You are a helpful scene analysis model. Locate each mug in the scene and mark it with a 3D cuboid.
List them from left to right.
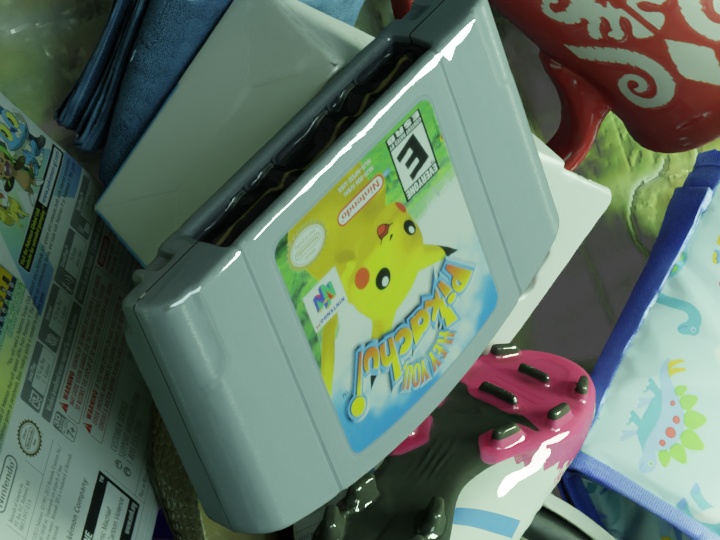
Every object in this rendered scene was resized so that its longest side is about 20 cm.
[{"bbox_3d":[0.088,-0.142,1.286,0.200,0.133,0.178,36,68,-27],"label":"mug"}]

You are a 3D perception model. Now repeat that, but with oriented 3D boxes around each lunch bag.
[{"bbox_3d":[0.177,0.067,1.351,0.200,0.127,0.170,44,65,-39],"label":"lunch bag"}]

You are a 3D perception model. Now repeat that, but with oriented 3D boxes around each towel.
[{"bbox_3d":[-0.042,-0.124,1.179,0.112,0.049,0.200,-3,128,-40],"label":"towel"}]

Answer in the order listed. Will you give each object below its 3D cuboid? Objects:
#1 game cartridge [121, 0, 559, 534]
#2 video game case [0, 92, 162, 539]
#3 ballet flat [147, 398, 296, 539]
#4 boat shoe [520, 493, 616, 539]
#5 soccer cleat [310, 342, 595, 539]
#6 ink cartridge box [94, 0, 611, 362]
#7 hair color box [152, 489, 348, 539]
[{"bbox_3d":[0.000,0.000,1.117,0.200,0.040,0.133,-46,137,-29],"label":"game cartridge"},{"bbox_3d":[-0.139,0.022,1.125,0.182,0.022,0.200,44,36,-28],"label":"video game case"},{"bbox_3d":[-0.044,0.111,1.127,0.067,0.046,0.200,21,52,-34],"label":"ballet flat"},{"bbox_3d":[0.095,0.158,1.324,0.200,0.072,0.068,48,63,-29],"label":"boat shoe"},{"bbox_3d":[0.032,0.101,1.217,0.200,0.070,0.086,-39,144,-50],"label":"soccer cleat"},{"bbox_3d":[0.001,-0.029,1.215,0.200,0.067,0.116,21,109,-50],"label":"ink cartridge box"},{"bbox_3d":[-0.028,0.171,1.239,0.109,0.065,0.200,-22,101,-35],"label":"hair color box"}]
